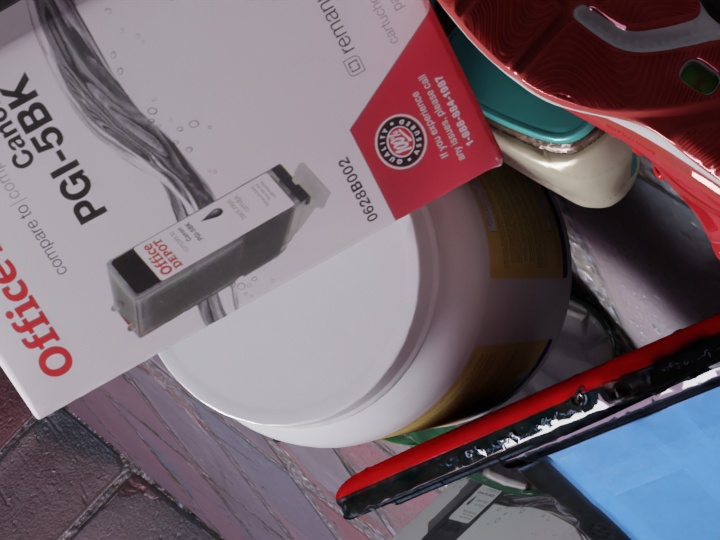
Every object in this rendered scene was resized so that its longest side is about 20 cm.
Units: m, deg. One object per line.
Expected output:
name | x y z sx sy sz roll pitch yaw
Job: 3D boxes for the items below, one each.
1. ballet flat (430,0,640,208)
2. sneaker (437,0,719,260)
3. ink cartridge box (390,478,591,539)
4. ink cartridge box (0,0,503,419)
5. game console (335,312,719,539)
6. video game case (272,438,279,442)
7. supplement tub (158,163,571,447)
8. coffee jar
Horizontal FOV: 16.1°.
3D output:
ballet flat | 0.037 -0.084 1.035 0.200 0.069 0.070 36 166 34
sneaker | 0.098 -0.056 0.887 0.200 0.078 0.116 41 167 19
ink cartridge box | 0.095 0.150 1.311 0.084 0.200 0.145 52 166 -19
ink cartridge box | -0.070 -0.061 0.915 0.147 0.199 0.083 61 180 -35
game console | 0.120 0.095 1.072 0.200 0.172 0.119 -29 84 48
video game case | -0.069 -0.027 1.406 0.200 0.025 0.182 64 -163 -60
supplement tub | 0.000 0.000 1.092 0.145 0.146 0.200 40 -167 16
coffee jar | 0.048 0.049 1.336 0.085 0.105 0.200 21 177 -23
